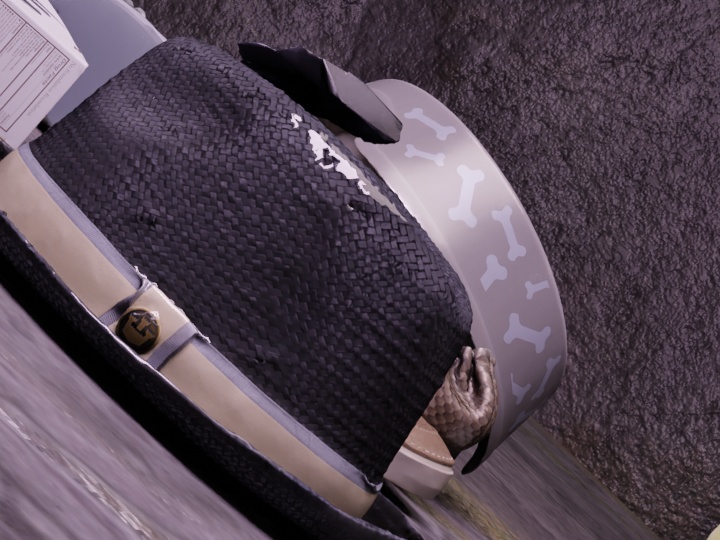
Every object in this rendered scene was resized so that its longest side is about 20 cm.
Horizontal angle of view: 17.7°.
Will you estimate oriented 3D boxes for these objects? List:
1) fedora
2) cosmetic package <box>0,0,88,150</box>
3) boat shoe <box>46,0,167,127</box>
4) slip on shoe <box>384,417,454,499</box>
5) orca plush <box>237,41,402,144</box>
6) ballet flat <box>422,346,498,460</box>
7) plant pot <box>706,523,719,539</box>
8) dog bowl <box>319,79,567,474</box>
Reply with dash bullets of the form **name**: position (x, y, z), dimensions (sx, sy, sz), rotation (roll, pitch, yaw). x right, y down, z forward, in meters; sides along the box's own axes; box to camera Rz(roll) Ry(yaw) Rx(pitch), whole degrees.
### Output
- **fedora**: position (-0.034, -0.004, 0.719), dimensions (0.200, 0.092, 0.201), rotation (43, 2, -2)
- **cosmetic package**: position (-0.169, -0.113, 0.983), dimensions (0.083, 0.051, 0.200), rotation (43, 2, -19)
- **boat shoe**: position (-0.138, -0.107, 1.120), dimensions (0.199, 0.074, 0.068), rotation (39, 8, 18)
- **slip on shoe**: position (-0.029, 0.011, 0.963), dimensions (0.200, 0.061, 0.076), rotation (43, 2, 10)
- **orca plush**: position (-0.040, -0.013, 0.832), dimensions (0.105, 0.072, 0.200), rotation (5, -18, -31)
- **ballet flat**: position (0.000, 0.000, 1.040), dimensions (0.200, 0.046, 0.067), rotation (53, 14, 30)
- **plant pot**: position (0.215, 0.177, 0.810), dimensions (0.200, 0.200, 0.184), rotation (44, -9, 30)
- **dog bowl**: position (0.026, -0.002, 1.119), dimensions (0.200, 0.058, 0.201), rotation (50, -22, 29)
